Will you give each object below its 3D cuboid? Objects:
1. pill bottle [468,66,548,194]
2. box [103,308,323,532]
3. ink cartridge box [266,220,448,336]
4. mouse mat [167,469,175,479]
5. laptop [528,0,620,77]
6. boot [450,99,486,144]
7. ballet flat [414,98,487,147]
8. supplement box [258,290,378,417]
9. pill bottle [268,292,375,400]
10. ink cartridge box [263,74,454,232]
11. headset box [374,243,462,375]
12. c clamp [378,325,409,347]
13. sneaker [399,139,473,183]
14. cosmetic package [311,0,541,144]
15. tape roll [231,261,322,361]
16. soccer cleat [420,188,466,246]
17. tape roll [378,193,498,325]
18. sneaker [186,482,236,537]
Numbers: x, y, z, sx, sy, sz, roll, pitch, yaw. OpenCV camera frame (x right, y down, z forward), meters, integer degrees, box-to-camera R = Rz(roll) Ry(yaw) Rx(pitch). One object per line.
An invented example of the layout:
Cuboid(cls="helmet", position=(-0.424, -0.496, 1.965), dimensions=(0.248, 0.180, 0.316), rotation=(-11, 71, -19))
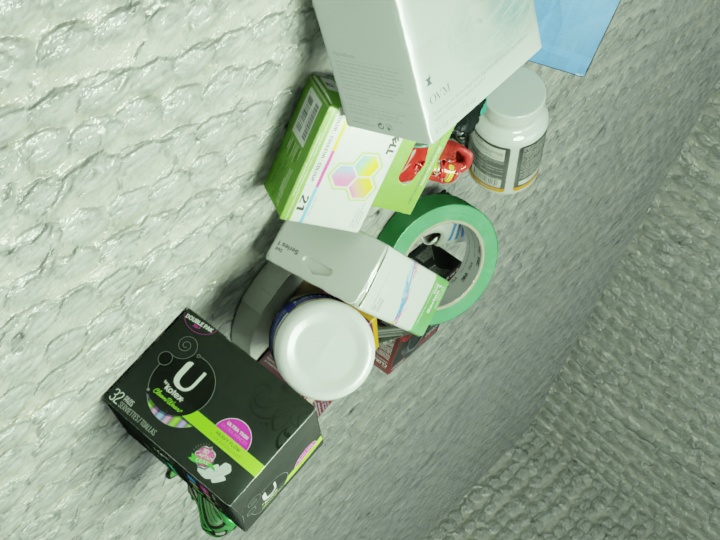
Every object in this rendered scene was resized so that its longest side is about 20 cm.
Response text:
Cuboid(cls="pill bottle", position=(0.222, -0.210, 1.735), dimensions=(0.116, 0.116, 0.200), rotation=(-47, 160, -21))
Cuboid(cls="box", position=(-0.165, 0.174, 1.336), dimensions=(0.149, 0.200, 0.124), rotation=(-48, 160, -18))
Cuboid(cls="ink cartridge box", position=(0.000, 0.000, 1.417), dimensions=(0.084, 0.145, 0.200), rotation=(-63, 152, 0))
Cuboid(cls="mouse mat", position=(-0.188, 0.204, 1.633), dimensions=(0.200, 0.008, 0.161), rotation=(-26, 147, -56))
Cuboid(cls="laptop", position=(0.256, -0.350, 1.582), dimensions=(0.200, 0.116, 0.187), rotation=(-32, 150, -49))
Cuboid(cls="boot", position=(0.115, -0.258, 1.402), dimensions=(0.162, 0.073, 0.198), rotation=(22, 89, -62))
Cuboid(cls="ballet flat", position=(0.114, -0.224, 1.551), dimensions=(0.200, 0.067, 0.070), rotation=(-34, 138, -52))
Cuboid(cls="supplement box", position=(-0.070, 0.131, 1.555), dimensions=(0.200, 0.086, 0.110), rotation=(-48, 161, -18))
Cuboid(cls="pill bottle", position=(-0.052, 0.086, 1.388), dimensions=(0.116, 0.116, 0.200), rotation=(-53, -172, -3))
Cuboid(cls="ink cartridge box", position=(0.013, -0.120, 1.303), dimensions=(0.200, 0.076, 0.148), rotation=(10, 121, -29))
Cuboid(cls="headset box", position=(0.078, 0.069, 1.933), dimensions=(0.149, 0.075, 0.200), rotation=(-37, 154, -40))
Cuboid(cls="c clamp", position=(0.001, 0.110, 1.790), dimensions=(0.171, 0.027, 0.200), rotation=(-17, 170, 34))
Cuboid(cls="sneaker", position=(0.096, -0.152, 1.584), dimensions=(0.200, 0.085, 0.077), rotation=(-27, 146, -54))
Cuboid(cls="cosmetic package", position=(0.067, -0.269, 1.156), dimensions=(0.199, 0.123, 0.200), rotation=(-43, 132, -30))
Cuboid(cls="tape roll", position=(-0.092, 0.035, 1.529), dimensions=(0.203, 0.037, 0.203), rotation=(-45, 159, -23))
Cuboid(cls="soccer cleat", position=(0.137, -0.073, 1.863), dimensions=(0.086, 0.070, 0.200), rotation=(-45, 157, 7))
Cuboid(cls="tape roll", position=(0.114, -0.016, 1.761), dimensions=(0.200, 0.048, 0.201), rotation=(-13, 120, -24))
Cuboid(cls="sneaker", position=(-0.192, 0.240, 1.443), dimensions=(0.078, 0.200, 0.085), rotation=(22, 124, -36))
